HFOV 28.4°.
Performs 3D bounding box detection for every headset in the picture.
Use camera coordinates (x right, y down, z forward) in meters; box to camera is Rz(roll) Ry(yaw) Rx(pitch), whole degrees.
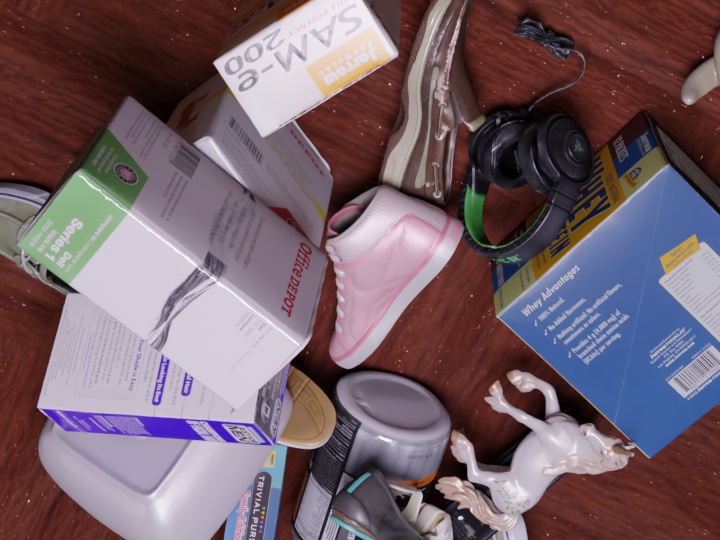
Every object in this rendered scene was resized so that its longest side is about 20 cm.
[{"bbox_3d":[0.138,-0.108,1.220,0.093,0.123,0.202,24,84,-36],"label":"headset"}]

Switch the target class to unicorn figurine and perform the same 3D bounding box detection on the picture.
[{"bbox_3d":[0.161,0.163,1.296,0.137,0.074,0.201,44,130,14],"label":"unicorn figurine"}]

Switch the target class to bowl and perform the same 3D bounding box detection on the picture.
[{"bbox_3d":[-0.184,0.132,1.268,0.199,0.075,0.201,29,76,27],"label":"bowl"}]

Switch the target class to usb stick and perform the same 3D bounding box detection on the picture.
[{"bbox_3d":[0.142,0.207,1.366,0.199,0.033,0.056,-39,93,-6],"label":"usb stick"}]

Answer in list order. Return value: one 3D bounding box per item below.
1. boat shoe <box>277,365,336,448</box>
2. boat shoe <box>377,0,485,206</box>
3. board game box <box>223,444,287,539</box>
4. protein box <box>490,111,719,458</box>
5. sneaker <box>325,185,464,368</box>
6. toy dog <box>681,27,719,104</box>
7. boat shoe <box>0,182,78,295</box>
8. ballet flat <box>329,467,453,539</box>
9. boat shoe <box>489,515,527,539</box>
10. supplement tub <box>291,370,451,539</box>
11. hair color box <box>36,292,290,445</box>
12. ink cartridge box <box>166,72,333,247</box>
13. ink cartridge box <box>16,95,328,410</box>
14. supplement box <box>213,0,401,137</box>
[{"bbox_3d":[-0.104,0.120,1.333,0.198,0.071,0.070,22,155,25],"label":"boat shoe"},{"bbox_3d":[0.075,-0.147,1.225,0.074,0.075,0.204,21,125,10],"label":"boat shoe"},{"bbox_3d":[-0.106,0.272,1.333,0.046,0.152,0.201,9,148,-3],"label":"board game box"},{"bbox_3d":[0.253,0.012,1.257,0.200,0.135,0.198,41,110,-15],"label":"protein box"},{"bbox_3d":[0.000,0.000,1.280,0.104,0.076,0.201,29,130,-11],"label":"sneaker"},{"bbox_3d":[0.359,-0.167,1.137,0.192,0.200,0.141,-9,113,6],"label":"toy dog"},{"bbox_3d":[-0.277,-0.020,1.288,0.198,0.062,0.073,21,124,5],"label":"boat shoe"},{"bbox_3d":[0.046,0.237,1.281,0.069,0.068,0.200,-56,139,-12],"label":"ballet flat"},{"bbox_3d":[0.126,0.327,1.428,0.061,0.072,0.202,1,117,-10],"label":"boat shoe"},{"bbox_3d":[0.005,0.209,1.363,0.121,0.123,0.202,15,115,-5],"label":"supplement tub"},{"bbox_3d":[-0.162,0.083,1.206,0.198,0.110,0.065,2,154,19],"label":"hair color box"},{"bbox_3d":[-0.101,-0.073,1.199,0.083,0.201,0.146,-31,110,18],"label":"ink cartridge box"},{"bbox_3d":[-0.129,-0.014,1.037,0.199,0.146,0.084,39,115,-13],"label":"ink cartridge box"},{"bbox_3d":[-0.037,-0.197,1.140,0.125,0.200,0.074,-30,110,14],"label":"supplement box"}]
